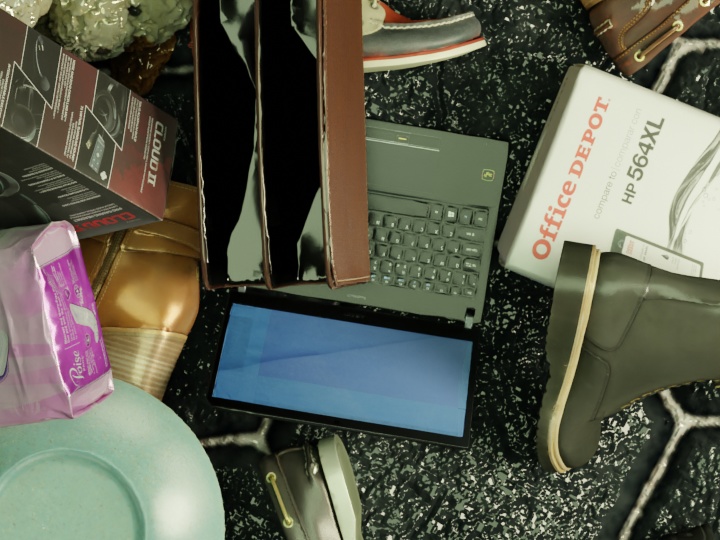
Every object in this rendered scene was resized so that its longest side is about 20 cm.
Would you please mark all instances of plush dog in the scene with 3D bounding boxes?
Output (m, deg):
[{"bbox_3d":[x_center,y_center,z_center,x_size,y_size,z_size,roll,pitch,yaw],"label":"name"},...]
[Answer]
[{"bbox_3d":[-0.189,-0.186,1.601,0.170,0.200,0.162,5,67,-7],"label":"plush dog"}]

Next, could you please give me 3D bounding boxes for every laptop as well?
[{"bbox_3d":[0.000,0.000,1.629,0.176,0.103,0.201,9,94,0],"label":"laptop"}]

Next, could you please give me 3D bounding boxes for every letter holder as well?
[{"bbox_3d":[-0.054,-0.089,1.538,0.100,0.142,0.202,-1,92,8],"label":"letter holder"}]

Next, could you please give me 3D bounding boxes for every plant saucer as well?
[{"bbox_3d":[-0.189,0.168,1.597,0.199,0.039,0.203,0,92,4],"label":"plant saucer"}]

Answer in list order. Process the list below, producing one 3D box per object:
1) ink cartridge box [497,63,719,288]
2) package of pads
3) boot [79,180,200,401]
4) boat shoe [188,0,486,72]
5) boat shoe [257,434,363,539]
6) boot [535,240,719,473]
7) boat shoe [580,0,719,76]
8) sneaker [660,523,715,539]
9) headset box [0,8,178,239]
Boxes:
[{"bbox_3d":[0.207,-0.034,1.633,0.199,0.084,0.147,21,95,-2],"label":"ink cartridge box"},{"bbox_3d":[-0.264,0.041,1.571,0.199,0.076,0.121,-8,101,23],"label":"package of pads"},{"bbox_3d":[-0.202,-0.004,1.655,0.199,0.074,0.156,15,86,2],"label":"boot"},{"bbox_3d":[-0.017,-0.160,1.639,0.198,0.071,0.063,-5,91,5],"label":"boat shoe"},{"bbox_3d":[-0.019,0.216,1.662,0.060,0.072,0.203,-14,86,6],"label":"boat shoe"},{"bbox_3d":[0.187,0.072,1.589,0.137,0.201,0.078,9,53,8],"label":"boot"},{"bbox_3d":[0.245,-0.201,1.631,0.199,0.070,0.071,-30,86,11],"label":"boat shoe"},{"bbox_3d":[0.266,0.256,1.659,0.099,0.070,0.200,-40,93,1],"label":"sneaker"},{"bbox_3d":[-0.223,-0.081,1.545,0.148,0.200,0.078,-10,61,36],"label":"headset box"}]
